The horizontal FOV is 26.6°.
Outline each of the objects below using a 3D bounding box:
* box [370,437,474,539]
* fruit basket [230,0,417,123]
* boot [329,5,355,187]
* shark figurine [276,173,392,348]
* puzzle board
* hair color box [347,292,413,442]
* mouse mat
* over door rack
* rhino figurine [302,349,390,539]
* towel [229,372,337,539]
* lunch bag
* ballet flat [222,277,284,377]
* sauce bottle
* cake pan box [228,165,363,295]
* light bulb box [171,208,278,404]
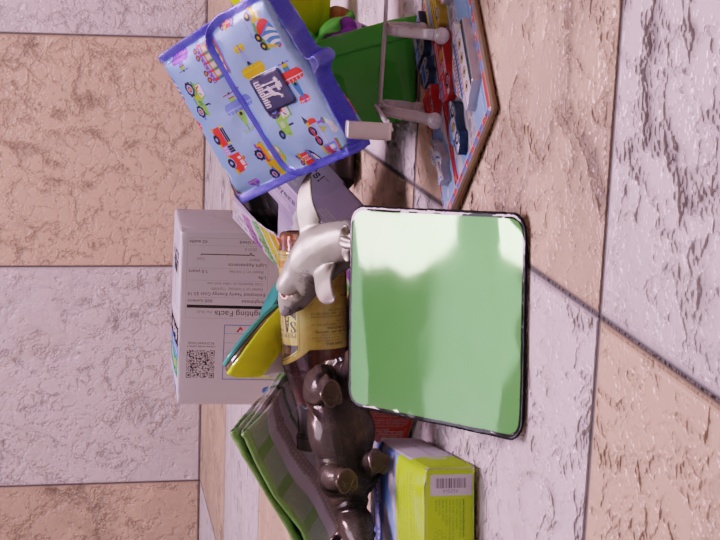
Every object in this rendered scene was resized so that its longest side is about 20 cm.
[{"bbox_3d":[0.050,0.212,1.288,0.200,0.047,0.124,-174,84,-79],"label":"box"},{"bbox_3d":[-0.039,-0.225,1.448,0.216,0.153,0.219,165,90,-79],"label":"fruit basket"},{"bbox_3d":[-0.053,-0.182,1.748,0.188,0.067,0.203,131,138,-74],"label":"boot"},{"bbox_3d":[0.012,-0.011,1.283,0.213,0.089,0.130,11,98,54],"label":"shark figurine"},{"bbox_3d":[0.073,-0.166,1.249,0.151,0.017,0.202,107,159,-57],"label":"puzzle board"},{"bbox_3d":[0.019,0.077,1.405,0.201,0.063,0.112,106,161,-50],"label":"hair color box"},{"bbox_3d":[0.054,0.035,1.146,0.199,0.007,0.164,6,96,50],"label":"mouse mat"},{"bbox_3d":[0.035,-0.184,1.195,0.200,0.066,0.150,-54,-32,-76],"label":"over door rack"},{"bbox_3d":[-0.010,0.170,1.321,0.087,0.059,0.203,167,95,-73],"label":"rhino figurine"},{"bbox_3d":[-0.043,0.168,1.451,0.150,0.030,0.200,59,-154,-9],"label":"towel"},{"bbox_3d":[-0.067,-0.157,1.285,0.152,0.094,0.199,60,154,-9],"label":"lunch bag"},{"bbox_3d":[-0.075,0.061,1.465,0.067,0.067,0.200,-51,4,21],"label":"ballet flat"},{"bbox_3d":[-0.042,0.063,1.392,0.066,0.065,0.203,-172,80,-78],"label":"sauce bottle"},{"bbox_3d":[-0.055,-0.048,1.516,0.200,0.052,0.185,48,157,17],"label":"cake pan box"},{"bbox_3d":[-0.118,0.041,1.753,0.125,0.195,0.203,-124,36,-73],"label":"light bulb box"}]
